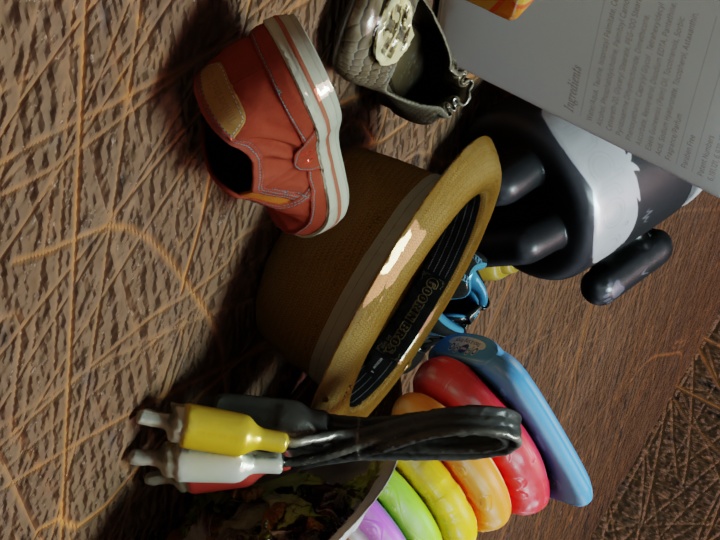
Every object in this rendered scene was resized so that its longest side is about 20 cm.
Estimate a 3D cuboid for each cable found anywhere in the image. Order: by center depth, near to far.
[{"bbox_3d":[-0.018,0.098,1.308,0.097,0.200,0.050,91,5,-61],"label":"cable"}]

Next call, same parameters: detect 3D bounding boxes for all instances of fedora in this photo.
[{"bbox_3d":[0.000,0.000,1.381,0.201,0.082,0.201,-55,168,-17],"label":"fedora"}]

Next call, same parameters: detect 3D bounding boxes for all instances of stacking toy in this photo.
[{"bbox_3d":[0.021,0.136,1.459,0.200,0.110,0.116,-37,-163,-16],"label":"stacking toy"}]

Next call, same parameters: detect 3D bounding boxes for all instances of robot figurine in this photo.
[{"bbox_3d":[0.143,-0.070,1.644,0.200,0.125,0.150,-31,145,-34],"label":"robot figurine"}]

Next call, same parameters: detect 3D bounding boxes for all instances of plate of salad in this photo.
[{"bbox_3d":[-0.066,0.146,1.366,0.200,0.048,0.200,-34,-170,7],"label":"plate of salad"}]

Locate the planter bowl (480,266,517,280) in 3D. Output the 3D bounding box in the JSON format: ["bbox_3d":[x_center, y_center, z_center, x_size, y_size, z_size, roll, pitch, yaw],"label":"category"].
[{"bbox_3d":[0.144,-0.064,1.789,0.200,0.083,0.200,-56,164,-24],"label":"planter bowl"}]

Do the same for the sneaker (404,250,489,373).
[{"bbox_3d":[0.033,0.026,1.554,0.073,0.082,0.200,-60,168,-18],"label":"sneaker"}]

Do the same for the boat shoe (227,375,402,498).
[{"bbox_3d":[-0.038,0.128,1.503,0.200,0.072,0.068,-58,168,-10],"label":"boat shoe"}]

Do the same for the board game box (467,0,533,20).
[{"bbox_3d":[0.024,-0.239,0.763,0.200,0.200,0.200,-49,161,-46],"label":"board game box"}]

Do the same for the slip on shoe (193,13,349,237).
[{"bbox_3d":[-0.044,-0.060,1.165,0.061,0.074,0.200,-26,167,-5],"label":"slip on shoe"}]

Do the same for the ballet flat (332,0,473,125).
[{"bbox_3d":[0.026,-0.113,1.335,0.067,0.046,0.200,-63,167,-4],"label":"ballet flat"}]

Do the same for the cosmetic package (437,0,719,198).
[{"bbox_3d":[0.170,-0.180,1.413,0.167,0.200,0.166,-56,165,-28],"label":"cosmetic package"}]
